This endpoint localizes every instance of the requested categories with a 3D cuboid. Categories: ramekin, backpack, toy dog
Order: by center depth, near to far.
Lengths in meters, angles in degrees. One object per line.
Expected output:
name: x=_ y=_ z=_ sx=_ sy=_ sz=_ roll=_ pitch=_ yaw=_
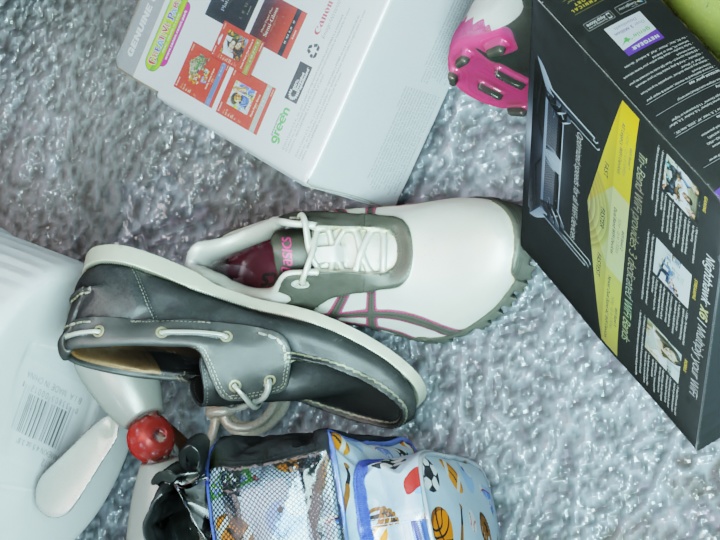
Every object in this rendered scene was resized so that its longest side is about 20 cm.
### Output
backpack: x=-0.003 y=0.178 z=1.492 sx=0.154 sy=0.200 sz=0.191 roll=-5 pitch=82 yaw=22
toy dog: x=-0.113 y=0.135 z=1.626 sx=0.096 sy=0.132 sz=0.200 roll=141 pitch=132 yaw=-60
ramekin: x=-0.211 y=0.074 z=1.651 sx=0.098 sy=0.200 sz=0.201 roll=14 pitch=91 yaw=29

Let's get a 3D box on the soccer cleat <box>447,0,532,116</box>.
soccer cleat: x=0.102 y=-0.146 z=1.498 sx=0.200 sy=0.070 sz=0.086 roll=130 pitch=164 yaw=-67

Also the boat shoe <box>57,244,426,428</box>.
boat shoe: x=-0.064 y=0.051 z=1.573 sx=0.200 sy=0.072 sz=0.068 roll=19 pitch=59 yaw=1

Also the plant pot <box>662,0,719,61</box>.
plant pot: x=0.208 y=-0.170 z=1.402 sx=0.187 sy=0.187 sz=0.200 roll=26 pitch=113 yaw=37

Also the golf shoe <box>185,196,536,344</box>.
golf shoe: x=0.000 y=0.000 z=1.571 sx=0.200 sy=0.088 sz=0.077 roll=-10 pitch=75 yaw=34

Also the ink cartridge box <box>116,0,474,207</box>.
ink cartridge box: x=-0.022 y=-0.163 z=1.616 sx=0.176 sy=0.084 sz=0.200 roll=32 pitch=101 yaw=38

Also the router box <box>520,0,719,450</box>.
router box: x=0.144 y=-0.031 z=1.411 sx=0.052 sy=0.200 sz=0.157 roll=-27 pitch=58 yaw=-18
